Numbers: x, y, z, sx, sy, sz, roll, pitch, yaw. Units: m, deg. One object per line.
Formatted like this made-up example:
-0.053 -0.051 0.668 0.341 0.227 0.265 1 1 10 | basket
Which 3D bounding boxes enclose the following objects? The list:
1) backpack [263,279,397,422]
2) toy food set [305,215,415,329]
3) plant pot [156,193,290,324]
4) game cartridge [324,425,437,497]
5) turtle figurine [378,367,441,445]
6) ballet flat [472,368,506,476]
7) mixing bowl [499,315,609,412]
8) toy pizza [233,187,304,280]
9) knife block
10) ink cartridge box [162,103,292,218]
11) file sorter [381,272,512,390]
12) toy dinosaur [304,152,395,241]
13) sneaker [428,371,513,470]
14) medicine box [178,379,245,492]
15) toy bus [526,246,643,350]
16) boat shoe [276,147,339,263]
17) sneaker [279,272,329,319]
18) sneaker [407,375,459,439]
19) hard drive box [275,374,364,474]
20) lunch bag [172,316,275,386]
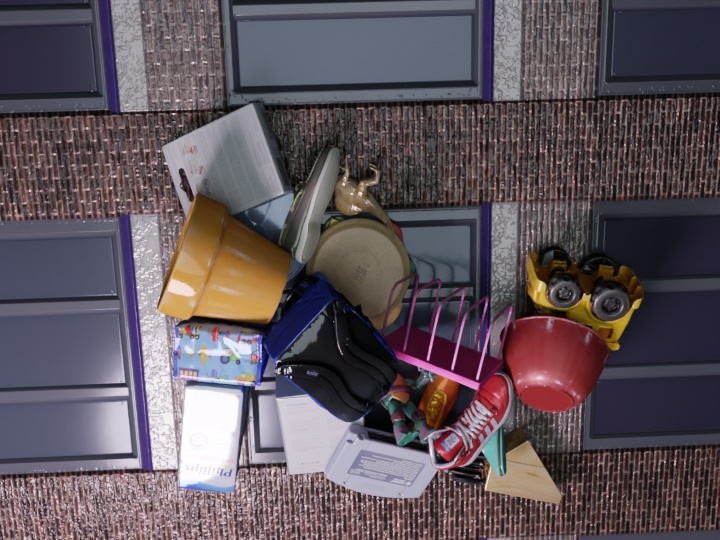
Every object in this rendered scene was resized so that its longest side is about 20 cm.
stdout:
-0.039 0.130 1.401 0.162 0.168 0.200 -44 114 4 | backpack
0.000 0.000 1.537 0.196 0.049 0.201 18 102 -6 | toy food set
-0.220 0.000 1.414 0.180 0.200 0.203 20 103 -14 | plant pot
0.041 0.355 1.557 0.197 0.042 0.134 17 125 -21 | game cartridge
0.072 0.216 1.553 0.147 0.203 0.101 -8 149 -27 | turtle figurine
0.237 0.279 1.577 0.069 0.067 0.204 -1 68 16 | ballet flat
0.337 0.180 1.509 0.196 0.110 0.202 12 147 8 | mixing bowl
-0.179 -0.069 1.518 0.196 0.032 0.205 0 99 2 | toy pizza
0.267 0.394 1.639 0.174 0.064 0.202 -32 103 6 | knife block
-0.232 -0.177 1.477 0.197 0.047 0.163 -20 91 22 | ink cartridge box
0.149 0.096 1.478 0.197 0.138 0.128 19 108 22 | file sorter
0.001 -0.139 1.497 0.198 0.058 0.102 31 105 12 | toy dinosaur
0.190 0.269 1.491 0.071 0.111 0.203 39 113 32 | sneaker
-0.256 0.255 1.513 0.101 0.183 0.204 6 110 -4 | medicine box
0.385 0.073 1.542 0.196 0.136 0.195 10 119 -3 | toy bus
-0.089 -0.118 1.457 0.059 0.072 0.205 20 96 20 | boat shoe
-0.115 0.095 1.516 0.070 0.077 0.203 33 123 25 | sneaker
0.139 0.267 1.596 0.072 0.077 0.203 19 101 -5 | sneaker
-0.068 0.271 1.552 0.152 0.077 0.203 -5 127 -2 | hard drive box
-0.230 0.120 1.479 0.147 0.200 0.096 5 102 0 | lunch bag
